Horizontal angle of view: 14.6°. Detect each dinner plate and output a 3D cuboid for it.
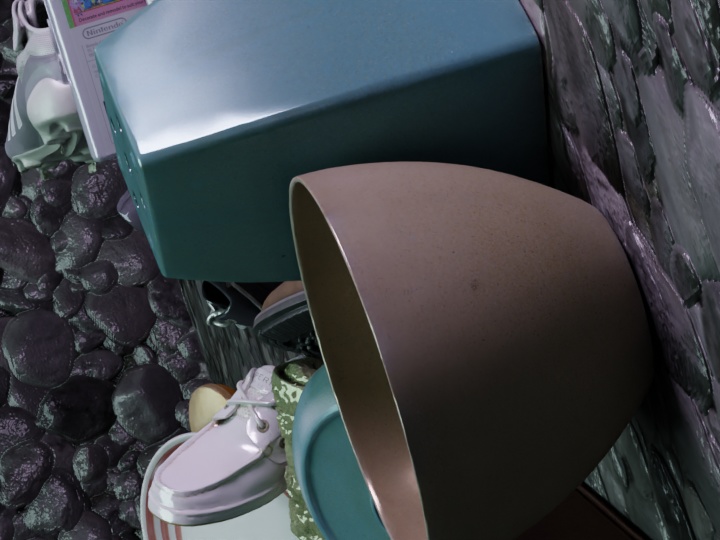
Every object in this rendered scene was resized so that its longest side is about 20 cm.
[{"bbox_3d":[-0.070,0.196,1.873,0.200,0.024,0.201,24,126,37],"label":"dinner plate"}]

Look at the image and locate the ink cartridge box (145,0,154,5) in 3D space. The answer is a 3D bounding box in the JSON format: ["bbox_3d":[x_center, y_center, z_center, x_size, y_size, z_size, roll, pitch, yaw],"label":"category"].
[{"bbox_3d":[-0.053,-0.184,1.583,0.083,0.146,0.200,-145,38,-81],"label":"ink cartridge box"}]

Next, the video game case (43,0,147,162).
[{"bbox_3d":[-0.087,-0.179,1.637,0.022,0.200,0.182,-169,62,-74],"label":"video game case"}]

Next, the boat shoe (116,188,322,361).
[{"bbox_3d":[-0.077,-0.001,1.664,0.073,0.063,0.200,45,175,46],"label":"boat shoe"}]

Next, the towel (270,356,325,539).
[{"bbox_3d":[0.037,0.133,1.680,0.200,0.036,0.149,17,130,29],"label":"towel"}]

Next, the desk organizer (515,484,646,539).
[{"bbox_3d":[0.114,0.176,1.476,0.200,0.077,0.072,-140,34,-75],"label":"desk organizer"}]

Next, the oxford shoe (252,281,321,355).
[{"bbox_3d":[0.014,-0.012,1.569,0.200,0.073,0.085,-31,49,39],"label":"oxford shoe"}]

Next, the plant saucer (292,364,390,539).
[{"bbox_3d":[0.039,0.136,1.634,0.200,0.027,0.200,21,132,24],"label":"plant saucer"}]

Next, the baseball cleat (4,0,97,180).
[{"bbox_3d":[-0.191,-0.120,1.794,0.200,0.070,0.107,155,105,-73],"label":"baseball cleat"}]

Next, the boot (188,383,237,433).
[{"bbox_3d":[-0.015,0.134,1.916,0.201,0.144,0.071,54,139,-1],"label":"boot"}]

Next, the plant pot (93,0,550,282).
[{"bbox_3d":[-0.023,-0.081,1.420,0.141,0.200,0.141,82,167,-49],"label":"plant pot"}]

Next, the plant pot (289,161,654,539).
[{"bbox_3d":[0.060,0.032,1.335,0.200,0.134,0.201,162,90,-81],"label":"plant pot"}]

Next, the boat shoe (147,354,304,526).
[{"bbox_3d":[-0.055,0.089,1.765,0.071,0.200,0.069,27,136,38],"label":"boat shoe"}]
